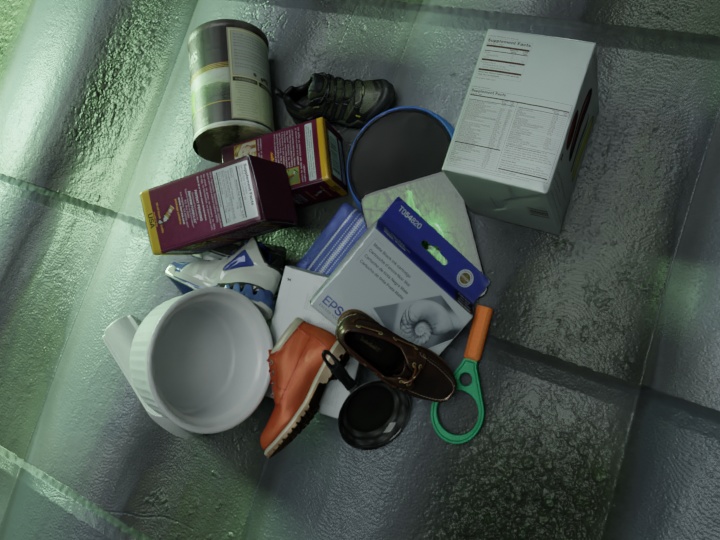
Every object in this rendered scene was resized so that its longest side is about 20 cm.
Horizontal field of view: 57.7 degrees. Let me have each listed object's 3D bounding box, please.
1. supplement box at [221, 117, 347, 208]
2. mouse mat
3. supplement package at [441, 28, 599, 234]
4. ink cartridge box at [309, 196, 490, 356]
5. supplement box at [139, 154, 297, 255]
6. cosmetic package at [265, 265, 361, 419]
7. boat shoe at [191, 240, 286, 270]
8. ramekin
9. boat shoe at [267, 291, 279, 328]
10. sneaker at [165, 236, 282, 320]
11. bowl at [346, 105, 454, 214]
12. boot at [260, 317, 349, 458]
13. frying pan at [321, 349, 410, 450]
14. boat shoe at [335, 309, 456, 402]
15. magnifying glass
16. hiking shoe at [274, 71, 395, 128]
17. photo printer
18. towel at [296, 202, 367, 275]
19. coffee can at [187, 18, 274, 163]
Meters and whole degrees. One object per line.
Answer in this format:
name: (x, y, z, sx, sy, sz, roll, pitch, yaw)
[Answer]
supplement box: (-0.130, -0.169, 1.111, 0.197, 0.086, 0.112, -12, 74, 19)
mouse mat: (0.095, -0.040, 0.999, 0.159, 0.008, 0.203, -15, 85, 11)
supplement package: (0.230, -0.185, 0.906, 0.145, 0.191, 0.203, 17, 85, 24)
ink cartridge box: (0.062, 0.033, 0.942, 0.199, 0.041, 0.201, 40, 93, -11)
supplement box: (-0.218, -0.097, 1.019, 0.197, 0.131, 0.105, -14, 87, 17)
cosmetic package: (-0.066, 0.109, 1.005, 0.149, 0.052, 0.203, 15, 92, 8)
boat shoe: (-0.218, -0.034, 1.129, 0.197, 0.071, 0.065, 14, 84, 17)
ramekin: (-0.232, 0.127, 0.946, 0.097, 0.199, 0.204, -6, 74, 47)
boat shoe: (-0.172, 0.120, 1.074, 0.075, 0.060, 0.202, 30, 90, 26)
sneaker: (-0.201, 0.005, 1.047, 0.197, 0.081, 0.116, 11, 59, 25)
bowl: (0.068, -0.169, 1.054, 0.198, 0.039, 0.204, -5, 76, 22)
boot: (-0.104, 0.169, 0.955, 0.106, 0.075, 0.202, 30, 87, 12)
frying pan: (-0.010, 0.192, 0.941, 0.116, 0.189, 0.031, -57, 27, 6)
boat shoe: (0.050, 0.128, 0.902, 0.198, 0.070, 0.071, 30, 98, -11)
magnifying glass: (0.157, 0.151, 0.953, 0.079, 0.022, 0.203, 13, 85, 25)
hiking shoe: (-0.043, -0.287, 1.094, 0.197, 0.101, 0.077, -6, 76, 21)
photo printer: (-0.322, 0.183, 1.067, 0.069, 0.167, 0.200, -37, 64, -10)
towel: (0.000, 0.000, 1.053, 0.200, 0.024, 0.145, 40, 95, 23)
coffee can: (-0.227, -0.311, 1.152, 0.144, 0.146, 0.203, -13, 73, 19)
